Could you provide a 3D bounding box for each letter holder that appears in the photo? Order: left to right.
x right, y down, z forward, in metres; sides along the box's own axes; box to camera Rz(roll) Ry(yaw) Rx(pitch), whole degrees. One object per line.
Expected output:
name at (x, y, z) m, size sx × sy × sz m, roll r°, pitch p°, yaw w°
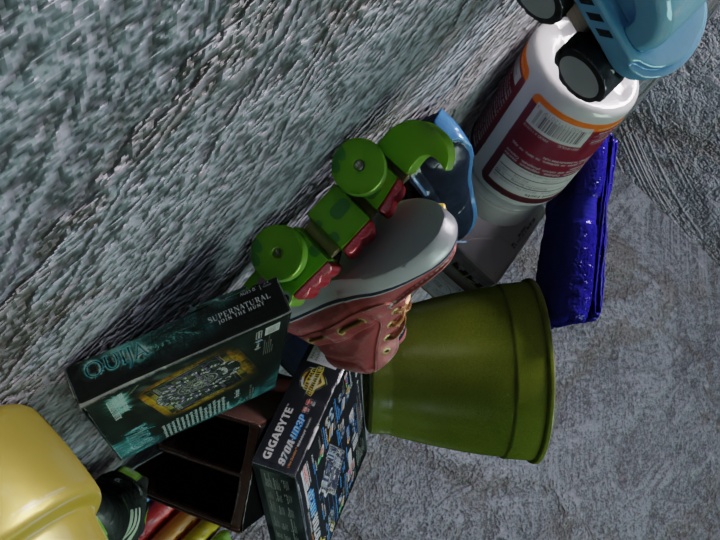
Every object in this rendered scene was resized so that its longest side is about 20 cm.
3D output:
letter holder at (-0.132, 0.164, 0.926) m, size 0.200 × 0.139 × 0.103 m, roll -9°, pitch 112°, yaw -72°

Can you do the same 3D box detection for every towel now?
towel at (0.231, -0.039, 0.988) m, size 0.148 × 0.048 × 0.205 m, roll 112°, pitch -12°, yaw -84°

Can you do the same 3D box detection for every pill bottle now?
pill bottle at (0.174, -0.137, 0.902) m, size 0.114 × 0.114 × 0.201 m, roll -40°, pitch 170°, yaw -33°

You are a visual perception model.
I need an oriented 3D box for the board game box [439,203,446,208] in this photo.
board game box at (0.000, 0.000, 0.814) m, size 0.093 × 0.031 × 0.201 m, roll 1°, pitch 150°, yaw -18°

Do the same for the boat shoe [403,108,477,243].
boat shoe at (0.055, -0.073, 0.807) m, size 0.068 × 0.085 × 0.201 m, roll -36°, pitch 154°, yaw -7°

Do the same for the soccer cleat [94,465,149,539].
soccer cleat at (-0.211, 0.194, 0.756) m, size 0.201 × 0.066 × 0.082 m, roll 106°, pitch 10°, yaw -63°

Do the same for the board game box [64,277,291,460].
board game box at (-0.116, 0.073, 0.618) m, size 0.133 × 0.029 × 0.200 m, roll -24°, pitch 165°, yaw -16°

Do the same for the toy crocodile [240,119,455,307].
toy crocodile at (-0.017, -0.030, 0.640) m, size 0.200 × 0.062 × 0.067 m, roll -46°, pitch 172°, yaw 4°

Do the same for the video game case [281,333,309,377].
video game case at (0.007, 0.015, 1.031) m, size 0.201 × 0.045 × 0.181 m, roll -50°, pitch 170°, yaw 26°

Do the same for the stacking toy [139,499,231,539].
stacking toy at (-0.172, 0.311, 1.002) m, size 0.116 × 0.200 × 0.110 m, roll -38°, pitch 170°, yaw -40°

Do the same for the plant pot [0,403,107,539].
plant pot at (-0.189, 0.208, 0.471) m, size 0.201 × 0.189 × 0.201 m, roll -44°, pitch 173°, yaw -7°

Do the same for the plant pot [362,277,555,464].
plant pot at (0.097, 0.111, 1.017) m, size 0.188 × 0.205 × 0.201 m, roll 0°, pitch 165°, yaw -4°

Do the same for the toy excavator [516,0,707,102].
toy excavator at (0.178, -0.212, 0.560) m, size 0.100 × 0.196 × 0.199 m, roll -42°, pitch -161°, yaw -15°

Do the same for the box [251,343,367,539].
box at (-0.043, 0.182, 0.905) m, size 0.202 × 0.045 × 0.160 m, roll 85°, pitch 24°, yaw -47°

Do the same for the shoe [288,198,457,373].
shoe at (0.016, 0.017, 0.694) m, size 0.198 × 0.091 × 0.072 m, roll -23°, pitch -144°, yaw 43°

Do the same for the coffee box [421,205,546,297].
coffee box at (0.136, -0.036, 1.147) m, size 0.115 × 0.079 × 0.200 m, roll -51°, pitch -176°, yaw -17°
